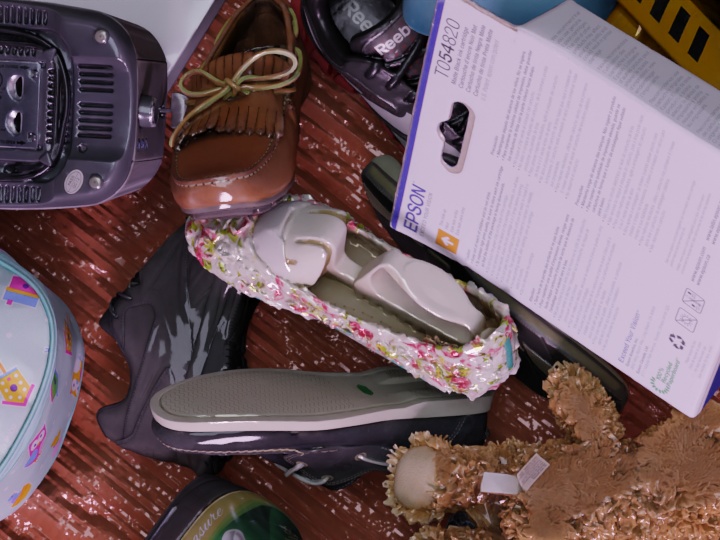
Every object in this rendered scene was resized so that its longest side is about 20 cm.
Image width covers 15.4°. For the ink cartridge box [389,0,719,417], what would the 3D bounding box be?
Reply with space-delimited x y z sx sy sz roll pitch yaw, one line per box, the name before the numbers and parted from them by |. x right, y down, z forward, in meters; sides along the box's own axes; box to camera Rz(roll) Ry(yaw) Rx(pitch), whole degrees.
ink cartridge box | 0.117 -0.042 1.354 0.199 0.200 0.041 33 56 15

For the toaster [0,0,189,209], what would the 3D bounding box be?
toaster | -0.199 -0.093 1.492 0.199 0.129 0.114 2 93 12

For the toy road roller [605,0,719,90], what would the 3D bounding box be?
toy road roller | 0.164 -0.141 1.387 0.146 0.123 0.200 -47 67 15

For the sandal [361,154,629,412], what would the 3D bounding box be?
sandal | 0.082 0.001 1.504 0.057 0.080 0.201 -39 79 -17

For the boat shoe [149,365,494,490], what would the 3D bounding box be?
boat shoe | -0.021 0.092 1.468 0.199 0.072 0.068 1 112 -24

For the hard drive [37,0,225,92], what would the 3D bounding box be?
hard drive | -0.184 -0.181 1.578 0.199 0.026 0.132 31 84 9

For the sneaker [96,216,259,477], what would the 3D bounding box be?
sneaker | -0.099 0.013 1.517 0.090 0.076 0.201 11 79 12

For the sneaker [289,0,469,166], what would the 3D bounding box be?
sneaker | 0.037 -0.108 1.513 0.200 0.098 0.071 44 84 9

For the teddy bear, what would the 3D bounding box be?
teddy bear | 0.109 0.127 1.429 0.199 0.067 0.146 -25 63 0

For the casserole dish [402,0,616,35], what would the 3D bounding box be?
casserole dish | 0.089 -0.189 1.488 0.120 0.200 0.039 3 125 12

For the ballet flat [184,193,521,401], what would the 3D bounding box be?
ballet flat | 0.000 0.000 1.442 0.199 0.064 0.076 25 61 4

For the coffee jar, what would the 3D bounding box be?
coffee jar | -0.042 0.193 1.435 0.200 0.085 0.105 33 85 42

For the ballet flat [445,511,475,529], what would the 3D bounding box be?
ballet flat | 0.141 0.154 1.471 0.199 0.074 0.075 0 80 3

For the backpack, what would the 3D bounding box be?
backpack | -0.260 0.051 1.484 0.199 0.153 0.177 23 77 4

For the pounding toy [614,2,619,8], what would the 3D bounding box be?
pounding toy | 0.231 -0.080 1.488 0.183 0.142 0.201 4 78 20

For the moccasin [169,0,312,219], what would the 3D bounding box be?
moccasin | -0.063 -0.092 1.458 0.073 0.202 0.078 -1 120 15
